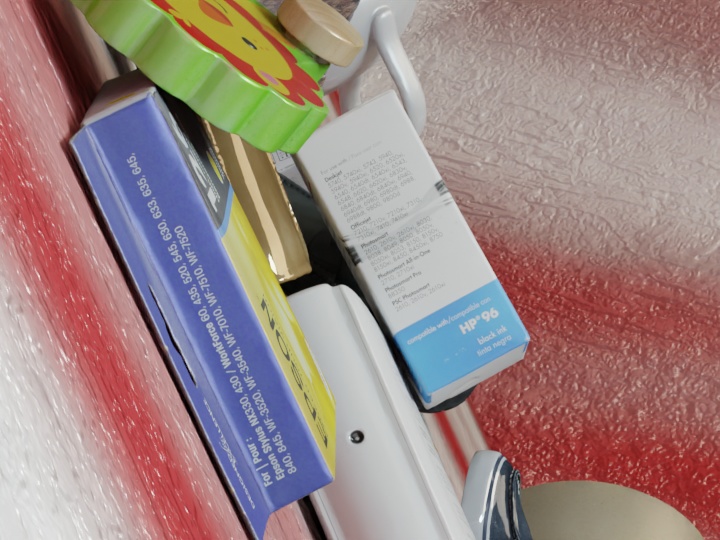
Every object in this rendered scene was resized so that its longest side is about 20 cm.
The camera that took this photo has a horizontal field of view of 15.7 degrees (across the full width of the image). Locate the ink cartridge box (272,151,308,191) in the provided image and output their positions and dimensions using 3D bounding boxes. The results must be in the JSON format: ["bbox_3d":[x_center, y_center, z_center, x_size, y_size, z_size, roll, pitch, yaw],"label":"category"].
[{"bbox_3d":[-0.071,-0.114,1.925,0.109,0.050,0.200,61,5,-54],"label":"ink cartridge box"}]

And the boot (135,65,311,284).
[{"bbox_3d":[-0.084,-0.084,1.452,0.175,0.066,0.200,-29,96,-80],"label":"boot"}]

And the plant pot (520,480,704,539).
[{"bbox_3d":[0.145,0.273,1.717,0.200,0.187,0.187,-86,156,-52],"label":"plant pot"}]

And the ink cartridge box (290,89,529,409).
[{"bbox_3d":[0.019,-0.027,1.477,0.200,0.068,0.116,61,-3,7],"label":"ink cartridge box"}]

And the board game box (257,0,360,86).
[{"bbox_3d":[-0.081,-0.227,1.610,0.200,0.097,0.159,67,-26,22],"label":"board game box"}]

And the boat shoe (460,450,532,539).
[{"bbox_3d":[0.108,0.205,1.592,0.071,0.091,0.200,65,25,-63],"label":"boat shoe"}]

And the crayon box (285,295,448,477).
[{"bbox_3d":[-0.001,0.072,1.701,0.200,0.052,0.126,63,5,-52],"label":"crayon box"}]

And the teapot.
[{"bbox_3d":[-0.049,-0.185,1.814,0.146,0.197,0.200,96,-2,-47],"label":"teapot"}]

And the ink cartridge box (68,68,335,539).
[{"bbox_3d":[-0.067,0.007,1.204,0.200,0.047,0.198,-106,172,-79],"label":"ink cartridge box"}]

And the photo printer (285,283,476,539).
[{"bbox_3d":[0.012,0.119,1.411,0.166,0.069,0.200,57,9,-75],"label":"photo printer"}]

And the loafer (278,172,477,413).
[{"bbox_3d":[0.000,0.000,1.579,0.201,0.068,0.070,43,-46,19],"label":"loafer"}]

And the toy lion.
[{"bbox_3d":[-0.092,-0.130,1.253,0.200,0.069,0.192,42,14,12],"label":"toy lion"}]
